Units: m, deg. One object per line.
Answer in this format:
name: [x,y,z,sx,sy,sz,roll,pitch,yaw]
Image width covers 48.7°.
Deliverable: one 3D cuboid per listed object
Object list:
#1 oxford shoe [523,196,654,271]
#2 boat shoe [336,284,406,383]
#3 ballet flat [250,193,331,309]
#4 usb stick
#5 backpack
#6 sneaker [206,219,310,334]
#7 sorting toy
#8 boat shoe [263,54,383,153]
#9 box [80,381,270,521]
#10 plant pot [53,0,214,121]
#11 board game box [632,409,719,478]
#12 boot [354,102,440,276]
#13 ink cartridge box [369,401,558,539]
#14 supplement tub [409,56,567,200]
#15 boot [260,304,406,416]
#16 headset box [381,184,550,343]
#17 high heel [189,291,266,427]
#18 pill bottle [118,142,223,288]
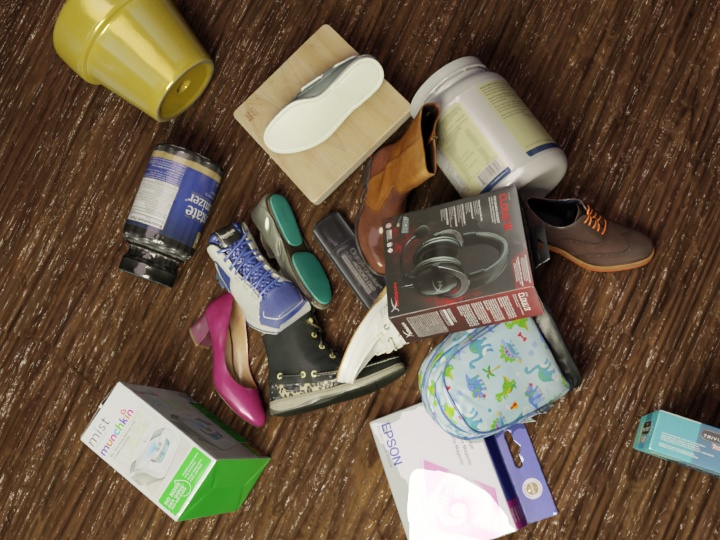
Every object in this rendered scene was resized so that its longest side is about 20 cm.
oxford shoe: [0.299,-0.051,1.052,0.198,0.073,0.072,10,60,-2]
boat shoe: [0.039,0.076,1.071,0.069,0.071,0.201,32,67,5]
ballet flat: [-0.105,-0.020,1.183,0.064,0.067,0.201,-38,69,33]
usb stick: [0.000,0.000,1.159,0.055,0.033,0.201,-34,72,-5]
backpack: [0.169,0.129,1.015,0.199,0.154,0.164,-26,96,5]
sneaker: [-0.163,-0.001,1.121,0.080,0.116,0.199,-38,47,-17]
sorting toy: [-0.052,-0.228,1.200,0.199,0.070,0.200,-43,71,2]
boat shoe: [-0.054,-0.241,1.146,0.199,0.073,0.062,-35,29,12]
box: [-0.245,0.245,1.082,0.176,0.200,0.097,33,87,19]
plant pot: [-0.337,-0.344,1.242,0.189,0.201,0.201,43,91,3]
board game box: [0.405,0.210,0.922,0.150,0.200,0.047,17,83,17]
boot: [0.062,-0.102,1.081,0.068,0.200,0.190,14,72,-19]
ink cartridge box: [0.134,0.263,1.065,0.199,0.043,0.198,-23,73,10]
supplement tub: [0.172,-0.177,1.092,0.145,0.145,0.201,-35,72,5]
boot: [-0.048,0.110,1.128,0.202,0.073,0.155,-18,72,8]
headset box: [0.134,-0.009,0.987,0.198,0.077,0.150,-13,57,18]
high heel: [-0.173,0.125,1.155,0.096,0.067,0.200,-43,68,14]
pill bottle: [-0.292,-0.081,1.208,0.111,0.112,0.201,17,84,17]
